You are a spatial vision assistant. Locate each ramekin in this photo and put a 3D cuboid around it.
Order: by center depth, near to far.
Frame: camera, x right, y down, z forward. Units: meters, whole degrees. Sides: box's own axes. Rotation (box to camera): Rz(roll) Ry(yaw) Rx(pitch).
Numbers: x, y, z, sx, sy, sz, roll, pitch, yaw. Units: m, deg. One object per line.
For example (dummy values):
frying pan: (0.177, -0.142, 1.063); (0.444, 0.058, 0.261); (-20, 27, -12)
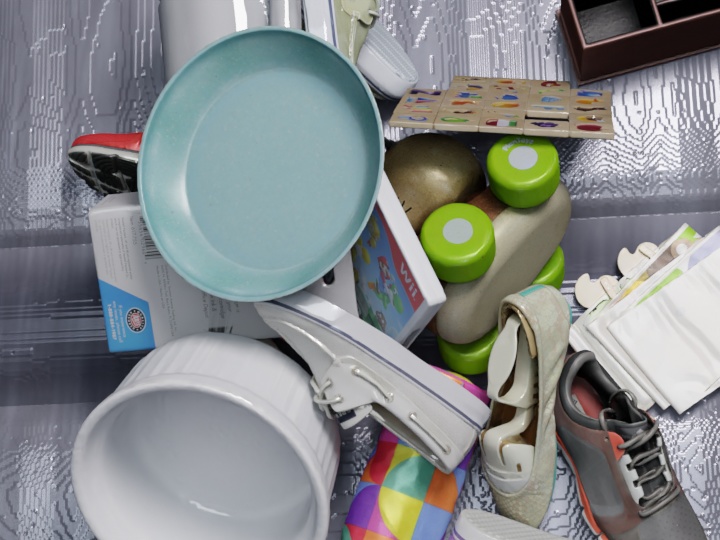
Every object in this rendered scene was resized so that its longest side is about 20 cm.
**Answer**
ramekin: (-0.110, 0.145, 1.189); (0.199, 0.098, 0.202); (6, 119, 11)

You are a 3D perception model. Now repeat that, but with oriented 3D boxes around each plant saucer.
plant saucer: (-0.068, -0.076, 1.139); (0.198, 0.036, 0.202); (-3, 82, 22)

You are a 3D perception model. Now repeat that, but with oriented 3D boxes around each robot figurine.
robot figurine: (-0.102, -0.182, 1.243); (0.169, 0.112, 0.202); (-17, 75, 45)

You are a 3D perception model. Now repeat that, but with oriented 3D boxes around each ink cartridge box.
ink cartridge box: (-0.101, -0.008, 1.220); (0.198, 0.068, 0.117); (-5, 103, 7)

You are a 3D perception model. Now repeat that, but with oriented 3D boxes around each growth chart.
growth chart: (0.266, 0.034, 1.261); (0.199, 0.018, 0.145); (-30, 75, -1)

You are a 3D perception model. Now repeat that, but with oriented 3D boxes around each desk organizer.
desk organizer: (0.267, -0.223, 1.292); (0.198, 0.077, 0.072); (-15, 75, 2)

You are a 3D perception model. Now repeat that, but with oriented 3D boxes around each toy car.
toy car: (0.050, -0.047, 1.233); (0.199, 0.165, 0.158); (33, 67, 26)

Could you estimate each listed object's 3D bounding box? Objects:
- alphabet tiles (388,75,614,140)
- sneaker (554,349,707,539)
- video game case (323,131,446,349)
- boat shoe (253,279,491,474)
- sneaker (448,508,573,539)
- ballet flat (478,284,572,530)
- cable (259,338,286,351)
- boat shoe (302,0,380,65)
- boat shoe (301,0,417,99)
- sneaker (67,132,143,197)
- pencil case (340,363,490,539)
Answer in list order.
alphabet tiles: (0.115, -0.131, 1.236); (0.166, 0.200, 0.008); (4, 107, 7)
sneaker: (0.203, 0.148, 1.197); (0.077, 0.082, 0.201); (-29, 74, -25)
video game case: (0.000, 0.000, 1.209); (0.017, 0.200, 0.144); (-19, 73, -23)
boat shoe: (-0.001, 0.082, 1.154); (0.199, 0.071, 0.070); (34, 77, -9)
sneaker: (0.151, 0.268, 1.201); (0.199, 0.073, 0.115); (20, 100, 4)
ballet flat: (0.116, 0.108, 1.201); (0.067, 0.062, 0.202); (17, 107, 45)
cable: (-0.116, 0.020, 1.287); (0.200, 0.050, 0.097); (40, 90, 12)
boat shoe: (-0.014, -0.217, 1.240); (0.061, 0.072, 0.202); (-4, 73, 1)
boat shoe: (-0.037, -0.206, 1.328); (0.200, 0.072, 0.062); (44, 115, 14)
sneaker: (-0.146, -0.102, 1.321); (0.198, 0.077, 0.085); (1, 59, 0)
pencil case: (0.034, 0.172, 1.220); (0.088, 0.088, 0.201); (20, 79, 11)
